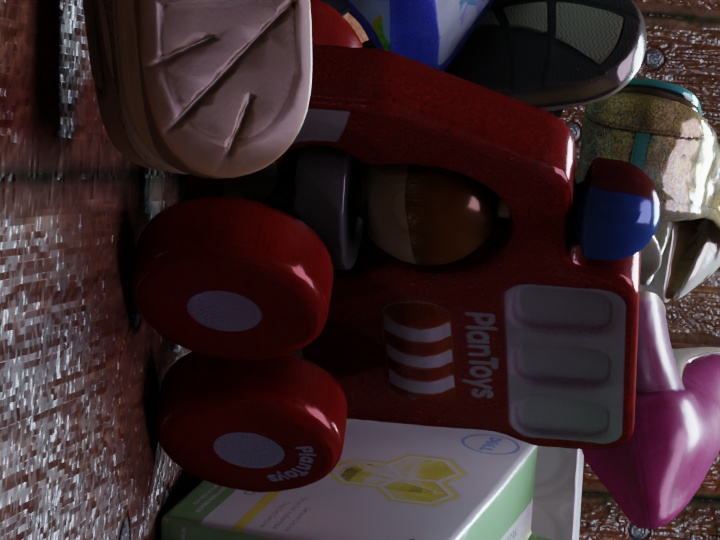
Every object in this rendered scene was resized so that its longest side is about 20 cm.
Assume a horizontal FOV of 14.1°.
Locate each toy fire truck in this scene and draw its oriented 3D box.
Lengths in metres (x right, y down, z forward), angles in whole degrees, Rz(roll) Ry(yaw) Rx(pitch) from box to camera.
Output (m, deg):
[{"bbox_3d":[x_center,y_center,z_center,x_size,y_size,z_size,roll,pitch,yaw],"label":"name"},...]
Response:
[{"bbox_3d":[0.016,-0.006,0.986,0.200,0.167,0.113,86,9,-55],"label":"toy fire truck"}]

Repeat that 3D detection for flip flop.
[{"bbox_3d":[0.040,-0.065,1.170,0.058,0.200,0.081,47,47,-24],"label":"flip flop"}]

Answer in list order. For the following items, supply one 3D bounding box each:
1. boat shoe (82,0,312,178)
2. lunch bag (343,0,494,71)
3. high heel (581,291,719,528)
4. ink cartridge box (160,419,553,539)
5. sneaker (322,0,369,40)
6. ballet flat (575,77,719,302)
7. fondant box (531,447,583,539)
[{"bbox_3d":[-0.052,-0.127,0.799,0.064,0.071,0.201,7,-86,60],"label":"boat shoe"},{"bbox_3d":[0.019,-0.200,1.115,0.170,0.127,0.201,87,0,-55],"label":"lunch bag"},{"bbox_3d":[0.129,0.077,1.239,0.200,0.067,0.097,33,50,-65],"label":"high heel"},{"bbox_3d":[0.044,0.103,1.066,0.146,0.199,0.048,-38,133,-66],"label":"ink cartridge box"},{"bbox_3d":[0.001,-0.157,1.291,0.075,0.084,0.201,-166,-125,-75],"label":"sneaker"},{"bbox_3d":[0.123,-0.022,1.211,0.200,0.070,0.071,48,45,-72],"label":"ballet flat"},{"bbox_3d":[0.025,0.071,1.259,0.058,0.144,0.201,-37,130,-80],"label":"fondant box"}]
